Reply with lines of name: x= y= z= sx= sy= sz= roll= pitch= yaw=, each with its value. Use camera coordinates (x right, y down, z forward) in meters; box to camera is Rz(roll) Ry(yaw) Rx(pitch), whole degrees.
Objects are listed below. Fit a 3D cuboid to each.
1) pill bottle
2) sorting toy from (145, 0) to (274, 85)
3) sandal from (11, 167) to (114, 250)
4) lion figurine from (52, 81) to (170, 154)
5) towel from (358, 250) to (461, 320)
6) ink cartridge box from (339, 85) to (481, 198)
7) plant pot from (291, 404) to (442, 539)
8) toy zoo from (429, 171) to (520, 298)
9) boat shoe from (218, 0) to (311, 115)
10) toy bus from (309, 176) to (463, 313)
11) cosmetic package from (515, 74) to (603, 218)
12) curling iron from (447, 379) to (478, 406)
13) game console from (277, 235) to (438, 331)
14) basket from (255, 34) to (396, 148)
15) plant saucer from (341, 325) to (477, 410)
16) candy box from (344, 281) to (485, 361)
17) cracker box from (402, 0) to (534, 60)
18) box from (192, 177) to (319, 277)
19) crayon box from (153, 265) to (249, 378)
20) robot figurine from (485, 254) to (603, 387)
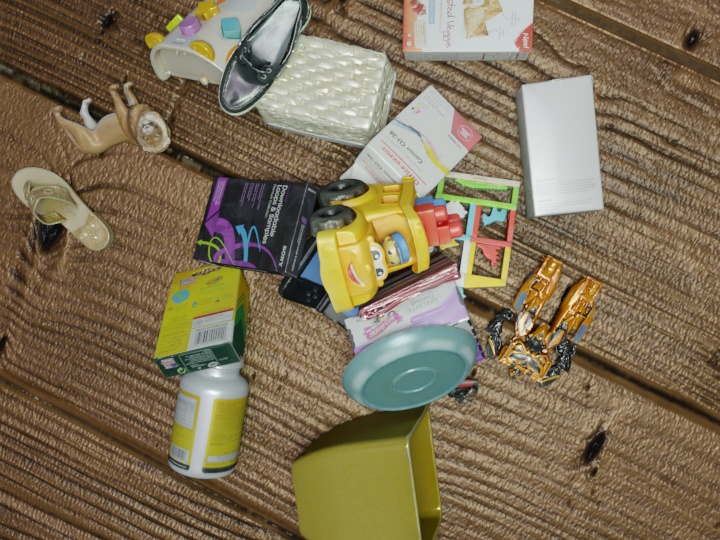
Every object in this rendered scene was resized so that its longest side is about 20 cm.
pill bottle: x=-0.244 y=0.225 z=1.085 sx=0.112 sy=0.112 sz=0.200 roll=11 pitch=94 yaw=5
sorting toy: x=-0.224 y=-0.384 z=1.047 sx=0.200 sy=0.107 sz=0.180 roll=18 pitch=69 yaw=28
sandal: x=-0.515 y=-0.109 z=1.119 sx=0.212 sy=0.070 sz=0.078 roll=36 pitch=96 yaw=3
lion figurine: x=-0.414 y=-0.237 z=1.110 sx=0.200 sy=0.072 sz=0.123 roll=-13 pitch=104 yaw=21
towel: x=0.063 y=0.018 z=0.949 sx=0.144 sy=0.200 sz=0.023 roll=-25 pitch=97 yaw=3
ink cartridge box: x=0.076 y=-0.171 z=1.006 sx=0.116 sy=0.067 sz=0.200 roll=44 pitch=66 yaw=-2
plant pot: x=0.007 y=0.330 z=1.032 sx=0.200 sy=0.195 sz=0.195 roll=-7 pitch=92 yaw=15
toy zoo: x=0.174 y=-0.052 z=1.055 sx=0.131 sy=0.020 sz=0.200 roll=8 pitch=84 yaw=5
boat shoe: x=-0.138 y=-0.309 z=0.943 sx=0.074 sy=0.066 sz=0.199 roll=40 pitch=95 yaw=-10
toy bus: x=0.041 y=-0.045 z=0.893 sx=0.192 sy=0.200 sz=0.136 roll=-6 pitch=117 yaw=10
cosmetic package: x=0.303 y=-0.185 z=1.020 sx=0.107 sy=0.085 sz=0.200 roll=-5 pitch=92 yaw=6
curling iron: x=0.104 y=0.187 z=1.037 sx=0.200 sy=0.026 sz=0.050 roll=7 pitch=112 yaw=-30
game console: x=0.000 y=0.000 z=1.050 sx=0.116 sy=0.176 sz=0.200 roll=38 pitch=96 yaw=32
basket: x=-0.055 y=-0.280 z=1.034 sx=0.200 sy=0.123 sz=0.136 roll=13 pitch=93 yaw=6
plant saucer: x=0.073 y=0.147 z=0.938 sx=0.200 sy=0.200 sz=0.027 roll=-22 pitch=51 yaw=7
candy box: x=0.088 y=0.104 z=0.996 sx=0.167 sy=0.200 sz=0.072 roll=-22 pitch=63 yaw=7
cracker box: x=0.167 y=-0.401 z=1.038 sx=0.200 sy=0.058 sz=0.134 roll=1 pitch=93 yaw=5
box: x=-0.168 y=-0.072 z=1.046 sx=0.200 sy=0.036 sz=0.143 roll=8 pitch=80 yaw=31
crayon box: x=-0.247 y=0.071 z=1.067 sx=0.127 sy=0.200 sz=0.051 roll=-13 pitch=131 yaw=8
robot figurine: x=0.287 y=0.085 z=1.047 sx=0.145 sy=0.058 sz=0.200 roll=28 pitch=95 yaw=5
